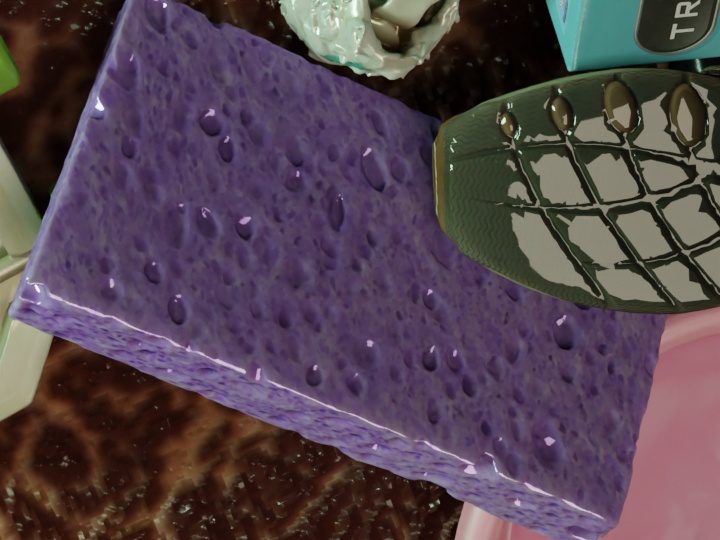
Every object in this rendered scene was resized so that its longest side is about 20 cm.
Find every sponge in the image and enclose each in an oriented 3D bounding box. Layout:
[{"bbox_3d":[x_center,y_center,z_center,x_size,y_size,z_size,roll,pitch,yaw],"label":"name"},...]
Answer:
[{"bbox_3d":[0.000,0.000,0.933,0.199,0.030,0.112,23,61,-14],"label":"sponge"}]

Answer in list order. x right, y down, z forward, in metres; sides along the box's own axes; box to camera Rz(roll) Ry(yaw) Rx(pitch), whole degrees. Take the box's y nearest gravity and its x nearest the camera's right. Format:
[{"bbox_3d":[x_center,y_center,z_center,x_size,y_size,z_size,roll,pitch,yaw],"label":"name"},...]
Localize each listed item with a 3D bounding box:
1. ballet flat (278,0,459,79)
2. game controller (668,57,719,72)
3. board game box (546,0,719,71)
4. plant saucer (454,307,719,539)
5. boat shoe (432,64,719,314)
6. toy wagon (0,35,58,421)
[{"bbox_3d":[0.043,-0.144,0.917,0.071,0.072,0.201,21,105,-22],"label":"ballet flat"},{"bbox_3d":[0.174,-0.127,0.979,0.104,0.042,0.201,18,107,-6],"label":"game controller"},{"bbox_3d":[0.160,-0.133,0.884,0.199,0.047,0.151,-7,142,-9],"label":"board game box"},{"bbox_3d":[0.124,0.093,1.046,0.199,0.051,0.202,-5,113,-12],"label":"plant saucer"},{"bbox_3d":[0.120,-0.029,0.946,0.199,0.074,0.076,-1,97,-8],"label":"boat shoe"},{"bbox_3d":[-0.173,-0.027,0.923,0.155,0.040,0.201,-29,116,-2],"label":"toy wagon"}]
